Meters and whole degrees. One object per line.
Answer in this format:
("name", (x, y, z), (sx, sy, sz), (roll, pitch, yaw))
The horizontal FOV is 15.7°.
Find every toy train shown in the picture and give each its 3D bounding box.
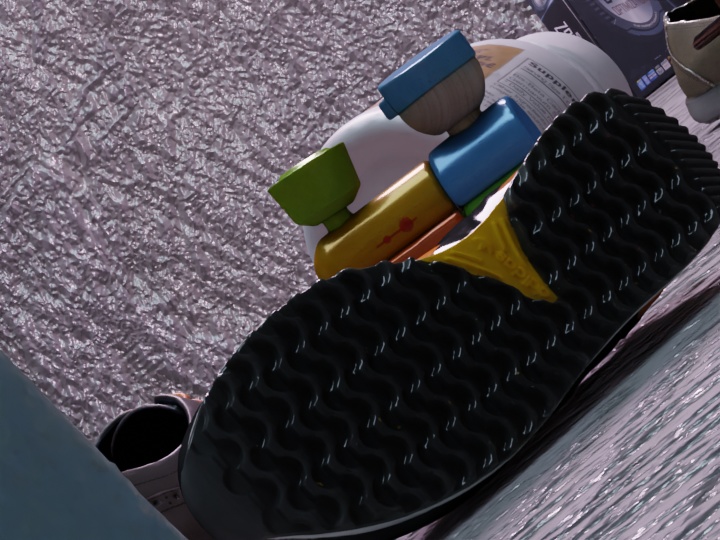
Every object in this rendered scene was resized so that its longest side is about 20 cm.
("toy train", (0.000, 0.000, 1.087), (0.200, 0.116, 0.085), (-36, 1, 12))

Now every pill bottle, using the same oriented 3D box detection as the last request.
("pill bottle", (0.062, -0.049, 1.263), (0.114, 0.115, 0.200), (-36, 1, 31))

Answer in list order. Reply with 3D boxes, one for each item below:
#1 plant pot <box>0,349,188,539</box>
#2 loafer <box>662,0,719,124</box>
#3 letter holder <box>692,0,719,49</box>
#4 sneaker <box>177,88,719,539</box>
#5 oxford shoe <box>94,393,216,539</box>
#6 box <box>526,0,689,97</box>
("plant pot", (-0.155, 0.097, 0.365), (0.196, 0.196, 0.200), (-35, 11, 49))
("loafer", (0.220, -0.143, 1.334), (0.075, 0.070, 0.200), (-38, 1, -41))
("letter holder", (0.226, -0.160, 1.133), (0.200, 0.101, 0.142), (-37, -1, -4))
("sneaker", (0.023, 0.030, 0.735), (0.200, 0.070, 0.090), (-37, -14, -34))
("oxford shoe", (-0.035, 0.060, 0.794), (0.071, 0.073, 0.200), (-37, 1, 22))
("box", (0.267, -0.263, 2.553), (0.200, 0.161, 0.043), (-37, 1, -39))
